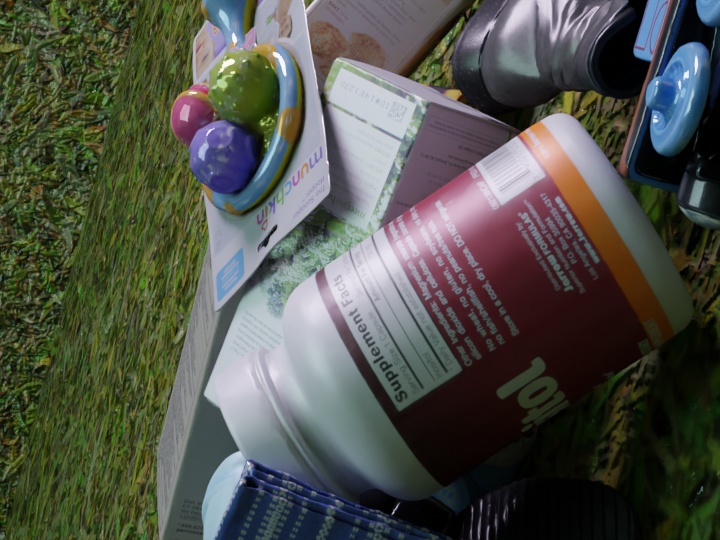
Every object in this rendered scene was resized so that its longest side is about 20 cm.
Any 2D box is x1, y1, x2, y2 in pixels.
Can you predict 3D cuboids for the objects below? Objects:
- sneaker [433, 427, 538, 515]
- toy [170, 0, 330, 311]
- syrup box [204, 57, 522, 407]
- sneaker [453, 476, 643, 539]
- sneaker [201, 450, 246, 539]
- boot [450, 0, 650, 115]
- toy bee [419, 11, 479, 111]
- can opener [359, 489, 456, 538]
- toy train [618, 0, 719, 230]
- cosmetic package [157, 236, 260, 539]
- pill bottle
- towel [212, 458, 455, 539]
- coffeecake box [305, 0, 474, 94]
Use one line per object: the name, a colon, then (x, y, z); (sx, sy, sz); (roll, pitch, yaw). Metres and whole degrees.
sneaker: (0.033, 0.093, 0.885); (0.200, 0.077, 0.091); (-130, 53, -68)
toy: (-0.073, -0.094, 0.833); (0.115, 0.047, 0.202); (-44, 39, 40)
syrup box: (0.000, 0.000, 0.807); (0.078, 0.081, 0.202); (31, 104, 43)
sneaker: (0.068, 0.168, 0.750); (0.199, 0.088, 0.075); (-30, 30, 34)
sneaker: (-0.050, 0.144, 0.846); (0.200, 0.073, 0.083); (103, 169, -73)
boot: (0.136, -0.161, 0.757); (0.131, 0.069, 0.202); (-1, 60, 58)
toy bee: (0.037, -0.066, 0.900); (0.129, 0.108, 0.203); (-10, 77, 23)
can opener: (0.024, 0.092, 0.763); (0.064, 0.078, 0.202); (85, -154, -63)
toy train: (0.165, -0.120, 0.631); (0.114, 0.085, 0.203); (-113, 37, -76)
cosmetic package: (-0.067, 0.070, 0.951); (0.104, 0.086, 0.202); (-102, 24, -57)
pill bottle: (0.039, 0.029, 0.684); (0.199, 0.113, 0.113); (-34, 28, 6)
towel: (0.019, 0.171, 0.677); (0.024, 0.198, 0.146); (-77, 8, -61)
coffeecake box: (-0.004, -0.139, 0.980); (0.200, 0.073, 0.154); (-49, 1, -6)
